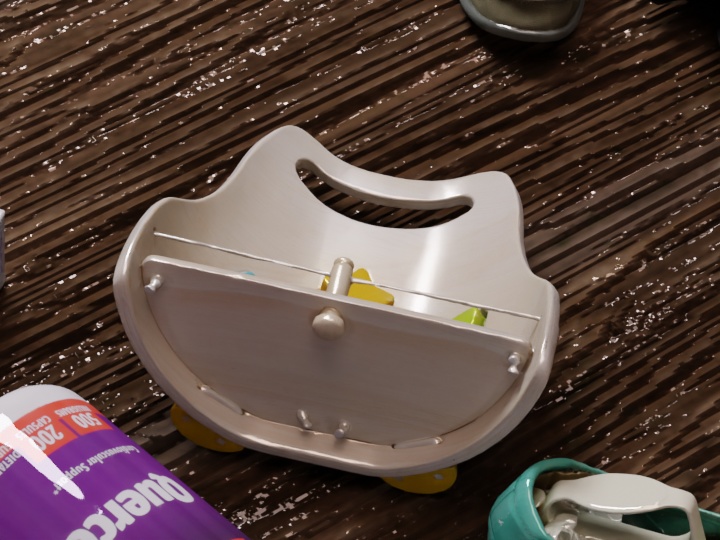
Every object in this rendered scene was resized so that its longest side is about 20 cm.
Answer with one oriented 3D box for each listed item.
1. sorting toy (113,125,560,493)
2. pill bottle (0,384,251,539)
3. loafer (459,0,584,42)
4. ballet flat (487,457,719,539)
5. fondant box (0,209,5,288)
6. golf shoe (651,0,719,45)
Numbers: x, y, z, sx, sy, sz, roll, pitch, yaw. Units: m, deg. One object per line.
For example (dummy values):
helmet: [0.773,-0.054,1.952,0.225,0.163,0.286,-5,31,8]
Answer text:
sorting toy: [0.000,0.000,1.215,0.199,0.107,0.181,12,44,5]
pill bottle: [-0.095,0.145,1.073,0.200,0.113,0.112,37,57,22]
loafer: [0.092,-0.209,1.403,0.075,0.070,0.201,5,51,-2]
ballet flat: [0.153,0.132,1.135,0.199,0.071,0.068,15,51,6]
fondant box: [-0.272,0.032,1.183,0.143,0.058,0.201,21,53,11]
golf shoe: [0.242,-0.131,1.365,0.199,0.078,0.095,34,73,23]
